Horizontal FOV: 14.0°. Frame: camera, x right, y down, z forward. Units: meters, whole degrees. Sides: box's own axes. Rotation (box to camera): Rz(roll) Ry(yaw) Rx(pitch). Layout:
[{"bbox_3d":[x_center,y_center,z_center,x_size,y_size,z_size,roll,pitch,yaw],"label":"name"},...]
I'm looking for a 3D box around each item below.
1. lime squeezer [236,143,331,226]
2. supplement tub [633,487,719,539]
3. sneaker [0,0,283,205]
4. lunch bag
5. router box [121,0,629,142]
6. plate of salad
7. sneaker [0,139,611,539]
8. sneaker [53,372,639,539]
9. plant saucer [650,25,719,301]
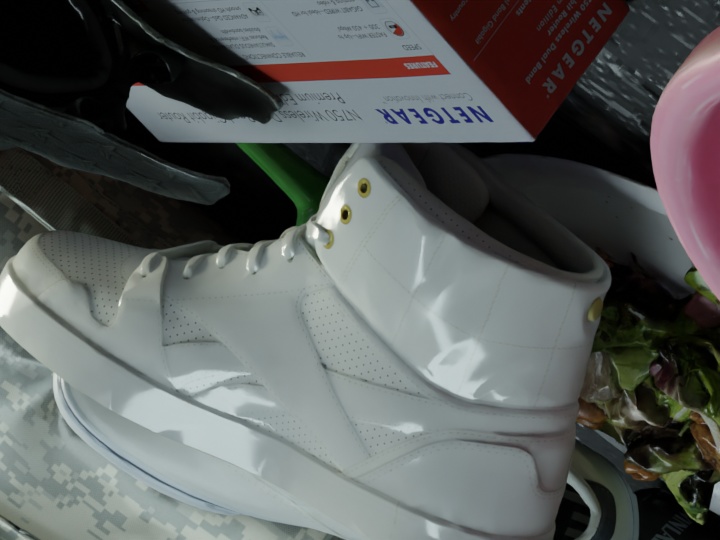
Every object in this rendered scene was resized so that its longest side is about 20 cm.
[{"bbox_3d":[0.000,0.000,0.975,0.071,0.038,0.200,7,147,50],"label":"lime squeezer"},{"bbox_3d":[0.149,0.171,0.982,0.200,0.123,0.123,31,160,18],"label":"supplement tub"},{"bbox_3d":[-0.123,-0.086,0.815,0.200,0.060,0.104,38,164,-19],"label":"sneaker"},{"bbox_3d":[-0.083,0.042,1.061,0.200,0.139,0.168,38,151,-4],"label":"lunch bag"},{"bbox_3d":[-0.051,-0.111,0.793,0.180,0.049,0.200,47,158,-26],"label":"router box"},{"bbox_3d":[0.101,0.039,0.879,0.200,0.048,0.200,32,160,13],"label":"plate of salad"},{"bbox_3d":[-0.016,0.000,0.860,0.200,0.116,0.074,24,-160,26],"label":"sneaker"},{"bbox_3d":[-0.006,0.050,0.939,0.200,0.073,0.071,15,167,9],"label":"sneaker"},{"bbox_3d":[0.163,0.000,0.679,0.200,0.051,0.201,32,159,14],"label":"plant saucer"}]
